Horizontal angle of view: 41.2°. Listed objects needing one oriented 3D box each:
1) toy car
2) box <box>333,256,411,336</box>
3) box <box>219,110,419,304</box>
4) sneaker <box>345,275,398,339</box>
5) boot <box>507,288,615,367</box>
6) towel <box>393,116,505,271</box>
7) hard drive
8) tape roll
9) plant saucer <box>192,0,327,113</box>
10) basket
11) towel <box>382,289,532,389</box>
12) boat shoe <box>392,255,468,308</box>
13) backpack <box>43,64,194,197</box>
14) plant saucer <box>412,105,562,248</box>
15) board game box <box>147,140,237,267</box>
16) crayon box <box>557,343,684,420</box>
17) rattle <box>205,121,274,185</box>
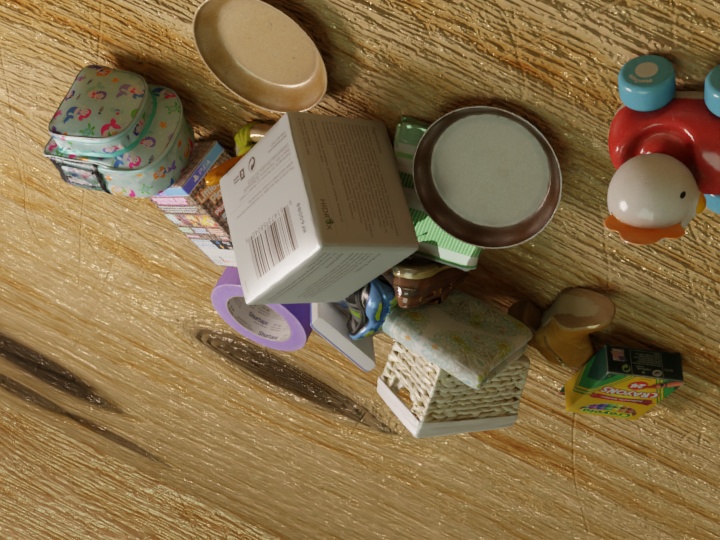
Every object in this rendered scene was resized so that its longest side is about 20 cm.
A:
[{"bbox_3d":[0.342,-0.095,1.038,0.175,0.201,0.185,10,146,26],"label":"toy car"},{"bbox_3d":[0.000,0.000,1.545,0.200,0.102,0.112,41,146,-22],"label":"box"},{"bbox_3d":[-0.060,-0.079,1.303,0.170,0.202,0.199,1,157,-38],"label":"box"},{"bbox_3d":[0.012,0.047,1.455,0.083,0.070,0.200,61,164,16],"label":"sneaker"},{"bbox_3d":[0.335,0.096,1.470,0.200,0.071,0.144,-5,142,49],"label":"boot"},{"bbox_3d":[0.109,-0.101,1.319,0.151,0.023,0.202,18,124,15],"label":"towel"},{"bbox_3d":[-0.032,0.070,1.605,0.025,0.201,0.132,-41,113,18],"label":"hard drive"},{"bbox_3d":[-0.172,0.058,1.785,0.198,0.085,0.201,20,150,12],"label":"tape roll"},{"bbox_3d":[-0.128,-0.294,1.271,0.198,0.036,0.201,20,149,12],"label":"plant saucer"},{"bbox_3d":[0.147,0.163,1.478,0.136,0.198,0.124,46,129,47],"label":"basket"},{"bbox_3d":[0.148,0.091,1.423,0.170,0.199,0.049,28,117,24],"label":"towel"},{"bbox_3d":[0.103,0.015,1.422,0.071,0.068,0.200,10,-170,28],"label":"boat shoe"},{"bbox_3d":[-0.357,-0.208,1.445,0.198,0.179,0.151,16,153,11],"label":"backpack"},{"bbox_3d":[0.166,-0.123,1.245,0.198,0.032,0.202,12,123,18],"label":"plant saucer"},{"bbox_3d":[-0.233,-0.103,1.552,0.159,0.097,0.200,6,145,52],"label":"board game box"},{"bbox_3d":[0.407,0.186,1.517,0.126,0.051,0.200,7,151,-8],"label":"crayon box"},{"bbox_3d":[-0.133,-0.114,1.451,0.129,0.144,0.201,-5,133,18],"label":"rattle"}]
